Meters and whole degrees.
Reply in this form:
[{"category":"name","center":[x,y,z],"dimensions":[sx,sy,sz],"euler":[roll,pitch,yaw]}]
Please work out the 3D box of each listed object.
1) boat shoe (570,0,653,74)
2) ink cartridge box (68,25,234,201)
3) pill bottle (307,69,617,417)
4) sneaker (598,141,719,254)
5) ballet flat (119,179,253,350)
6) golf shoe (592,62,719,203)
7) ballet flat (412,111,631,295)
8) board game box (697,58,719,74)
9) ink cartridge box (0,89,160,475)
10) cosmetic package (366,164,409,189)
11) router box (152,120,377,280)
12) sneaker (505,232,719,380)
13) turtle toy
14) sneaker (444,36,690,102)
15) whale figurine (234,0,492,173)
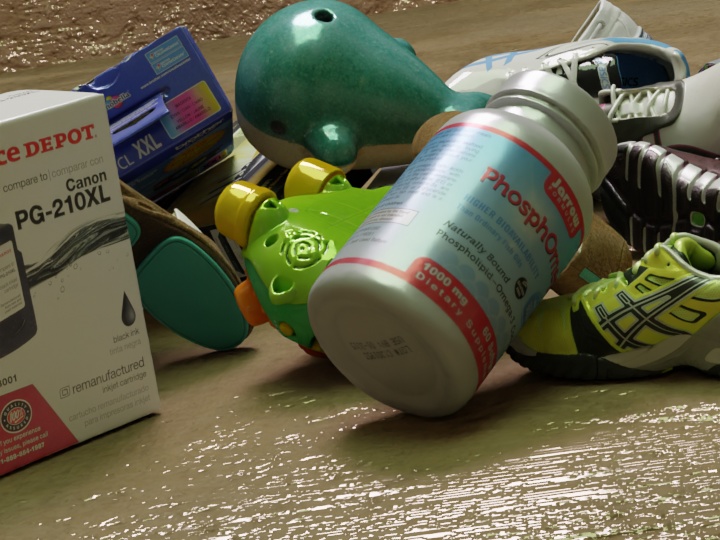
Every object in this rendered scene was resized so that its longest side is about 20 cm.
[{"category":"boat shoe","center":[0.133,-0.133,1.787],"dimensions":[0.202,0.086,0.075],"euler":[-45,9,7]},{"category":"ink cartridge box","center":[-0.164,-0.100,1.644],"dimensions":[0.136,0.077,0.200],"euler":[-32,-6,-5]},{"category":"pill bottle","center":[0.065,-0.020,1.309],"dimensions":[0.108,0.109,0.200],"euler":[3,45,45]},{"category":"sneaker","center":[0.259,-0.045,1.564],"dimensions":[0.115,0.076,0.200],"euler":[-11,21,-31]},{"category":"ballet flat","center":[-0.147,-0.024,1.494],"dimensions":[0.068,0.199,0.073],"euler":[-44,31,21]},{"category":"golf shoe","center":[0.214,-0.101,1.636],"dimensions":[0.088,0.078,0.200],"euler":[26,-35,-18]},{"category":"ballet flat","center":[0.090,-0.047,1.465],"dimensions":[0.200,0.068,0.072],"euler":[46,15,34]},{"category":"board game box","center":[0.342,-0.119,1.666],"dimensions":[0.198,0.062,0.200],"euler":[-16,37,-26]},{"category":"ink cartridge box","center":[-0.212,0.005,1.352],"dimensions":[0.084,0.202,0.144],"euler":[3,17,44]},{"category":"cosmetic package","center":[0.058,-0.034,1.638],"dimensions":[0.100,0.072,0.200],"euler":[-7,11,10]},{"category":"router box","center":[-0.077,-0.060,1.726],"dimensions":[0.156,0.053,0.200],"euler":[-12,25,38]},{"category":"sneaker","center":[0.170,0.017,1.301],"dimensions":[0.198,0.077,0.075],"euler":[-6,14,29]},{"category":"turtle toy","center":[0.000,0.000,1.448],"dimensions":[0.145,0.102,0.199],"euler":[24,25,27]},{"category":"sneaker","center":[0.152,-0.140,1.716],"dimensions":[0.198,0.073,0.073],"euler":[-10,-11,-11]},{"category":"whale figurine","center":[0.007,-0.131,1.635],"dimensions":[0.198,0.104,0.159],"euler":[14,40,17]}]
